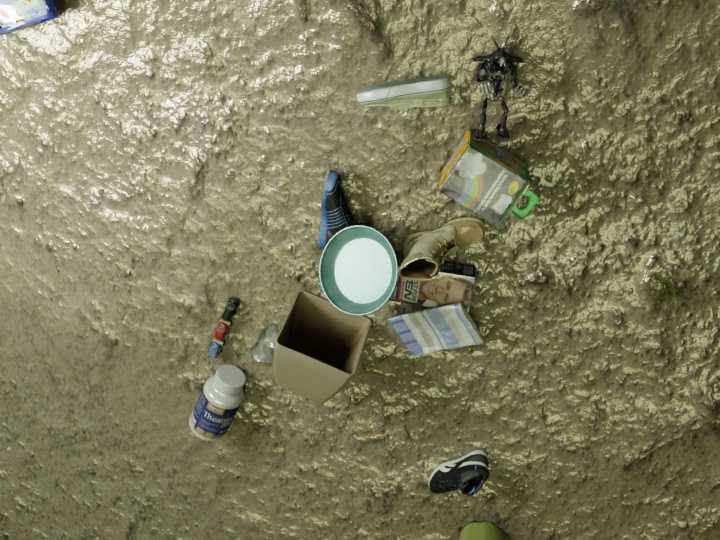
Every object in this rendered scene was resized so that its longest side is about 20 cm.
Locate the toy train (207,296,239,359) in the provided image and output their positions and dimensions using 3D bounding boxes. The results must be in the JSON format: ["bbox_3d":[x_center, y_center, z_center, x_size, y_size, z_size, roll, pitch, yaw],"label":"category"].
[{"bbox_3d":[-0.359,0.156,1.858,0.034,0.046,0.201,24,118,-2],"label":"toy train"}]

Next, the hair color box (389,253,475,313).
[{"bbox_3d":[0.167,0.030,1.688,0.197,0.061,0.101,8,118,6],"label":"hair color box"}]

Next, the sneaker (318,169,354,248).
[{"bbox_3d":[-0.051,-0.135,1.644,0.077,0.070,0.202,9,125,3],"label":"sneaker"}]

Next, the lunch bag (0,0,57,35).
[{"bbox_3d":[-0.749,-0.596,1.510,0.198,0.124,0.172,-8,114,23],"label":"lunch bag"}]

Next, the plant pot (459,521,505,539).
[{"bbox_3d":[0.338,0.813,1.981,0.198,0.185,0.203,5,117,9],"label":"plant pot"}]

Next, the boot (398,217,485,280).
[{"bbox_3d":[0.183,-0.045,1.592,0.198,0.155,0.073,-15,114,17],"label":"boot"}]

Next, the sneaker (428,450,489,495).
[{"bbox_3d":[0.256,0.566,1.912,0.200,0.112,0.073,-39,103,25],"label":"sneaker"}]

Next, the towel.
[{"bbox_3d":[0.183,0.146,1.725,0.198,0.024,0.147,-13,130,28],"label":"towel"}]

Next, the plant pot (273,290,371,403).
[{"bbox_3d":[-0.109,0.207,1.765,0.198,0.201,0.178,22,130,-1],"label":"plant pot"}]

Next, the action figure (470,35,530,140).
[{"bbox_3d":[0.281,-0.365,1.439,0.117,0.102,0.202,-1,110,-8],"label":"action figure"}]

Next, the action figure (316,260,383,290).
[{"bbox_3d":[-0.024,0.010,1.698,0.199,0.119,0.055,-24,125,32],"label":"action figure"}]

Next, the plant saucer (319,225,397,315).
[{"bbox_3d":[0.000,0.000,1.617,0.198,0.036,0.203,-1,88,27],"label":"plant saucer"}]

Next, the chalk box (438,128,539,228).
[{"bbox_3d":[0.282,-0.187,1.522,0.199,0.124,0.125,30,117,-7],"label":"chalk box"}]

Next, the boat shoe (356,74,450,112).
[{"bbox_3d":[0.091,-0.363,1.497,0.197,0.072,0.063,-6,113,10],"label":"boat shoe"}]

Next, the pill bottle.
[{"bbox_3d":[-0.381,0.355,1.925,0.110,0.111,0.201,27,118,-4],"label":"pill bottle"}]
